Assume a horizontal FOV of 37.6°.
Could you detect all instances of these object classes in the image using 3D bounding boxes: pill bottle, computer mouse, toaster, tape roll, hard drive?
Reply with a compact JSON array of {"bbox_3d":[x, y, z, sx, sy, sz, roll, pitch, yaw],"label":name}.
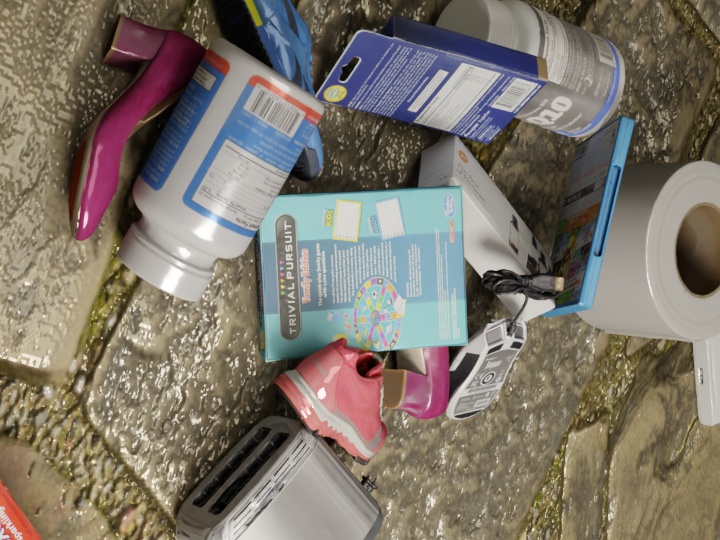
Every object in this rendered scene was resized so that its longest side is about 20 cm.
[{"bbox_3d":[-0.123,-0.082,0.892,0.111,0.112,0.202,27,98,-33],"label":"pill bottle"},{"bbox_3d":[0.177,-0.219,1.122,0.198,0.113,0.116,12,86,-35],"label":"pill bottle"},{"bbox_3d":[0.134,0.074,1.106,0.109,0.044,0.202,-5,133,-40],"label":"computer mouse"},{"bbox_3d":[-0.072,0.225,0.965,0.200,0.113,0.130,-45,114,-23],"label":"toaster"},{"bbox_3d":[0.347,-0.025,1.239,0.200,0.138,0.206,-1,92,-36],"label":"tape roll"},{"bbox_3d":[0.529,0.122,1.446,0.198,0.026,0.134,-12,99,-35],"label":"hard drive"}]

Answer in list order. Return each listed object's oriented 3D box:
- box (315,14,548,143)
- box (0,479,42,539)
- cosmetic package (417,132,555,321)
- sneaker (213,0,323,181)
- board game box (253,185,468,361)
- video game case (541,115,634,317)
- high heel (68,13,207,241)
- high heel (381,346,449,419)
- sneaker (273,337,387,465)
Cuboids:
[{"bbox_3d":[0.066,-0.185,1.021,0.197,0.121,0.033,10,62,-22],"label":"box"},{"bbox_3d":[-0.308,0.209,0.802,0.099,0.095,0.202,-39,113,-28],"label":"box"},{"bbox_3d":[0.136,-0.043,1.119,0.200,0.050,0.083,48,29,-28],"label":"cosmetic package"},{"bbox_3d":[-0.064,-0.185,0.979,0.078,0.065,0.203,-32,110,-34],"label":"sneaker"},{"bbox_3d":[0.000,0.000,1.004,0.197,0.047,0.154,-3,95,-13],"label":"board game box"},{"bbox_3d":[0.241,-0.053,1.139,0.018,0.143,0.203,16,82,-6],"label":"video game case"},{"bbox_3d":[-0.183,-0.113,0.892,0.095,0.067,0.203,18,78,-24],"label":"high heel"},{"bbox_3d":[0.072,0.051,1.096,0.095,0.067,0.203,17,75,-51],"label":"high heel"},{"bbox_3d":[-0.002,0.119,0.983,0.087,0.074,0.200,-43,152,1],"label":"sneaker"}]
